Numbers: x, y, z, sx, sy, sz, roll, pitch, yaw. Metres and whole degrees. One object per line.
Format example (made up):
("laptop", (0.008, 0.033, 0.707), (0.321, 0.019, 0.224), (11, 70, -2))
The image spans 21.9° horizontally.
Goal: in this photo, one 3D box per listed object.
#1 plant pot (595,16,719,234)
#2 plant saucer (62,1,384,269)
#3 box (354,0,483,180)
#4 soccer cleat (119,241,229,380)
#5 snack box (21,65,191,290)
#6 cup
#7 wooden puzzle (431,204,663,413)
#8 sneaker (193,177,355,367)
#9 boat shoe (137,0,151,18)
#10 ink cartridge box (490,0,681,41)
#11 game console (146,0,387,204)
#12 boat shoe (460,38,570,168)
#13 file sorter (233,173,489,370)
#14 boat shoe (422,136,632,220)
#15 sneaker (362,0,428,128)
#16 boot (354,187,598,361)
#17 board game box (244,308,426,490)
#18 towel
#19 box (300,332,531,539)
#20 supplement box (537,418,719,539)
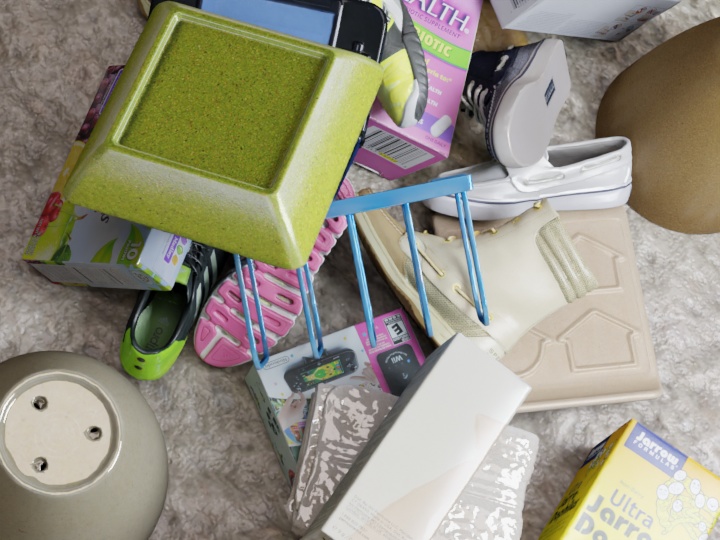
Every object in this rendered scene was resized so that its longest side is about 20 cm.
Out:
("plant pot", (0.332, -0.153, 1.690), (0.185, 0.200, 0.187), (3, 71, -10))
("plant saucer", (-0.105, -0.119, 1.425), (0.199, 0.048, 0.201), (17, 63, 10))
("box", (0.005, -0.212, 1.661), (0.175, 0.097, 0.201), (24, 67, -27))
("soccer cleat", (-0.153, -0.001, 1.594), (0.067, 0.081, 0.201), (20, 68, -5))
("snack box", (-0.189, -0.082, 1.586), (0.142, 0.053, 0.201), (3, 63, 37))
("cup", (-0.247, 0.147, 1.490), (0.199, 0.143, 0.201), (4, 71, -10))
("wooden puzzle", (0.164, 0.035, 1.674), (0.184, 0.046, 0.201), (-4, 67, -14))
("sneaker", (-0.077, -0.004, 1.621), (0.074, 0.087, 0.200), (33, 90, -13))
("boat shoe", (-0.102, -0.237, 1.693), (0.199, 0.065, 0.074), (10, 66, -12))
("ink cartridge box", (0.186, -0.313, 1.724), (0.200, 0.084, 0.176), (-2, 67, -50))
("game console", (-0.094, -0.151, 1.480), (0.199, 0.118, 0.172), (12, 92, 7))
("boat shoe", (0.123, -0.146, 1.665), (0.092, 0.075, 0.200), (-4, 25, 23))
("file sorter", (0.000, 0.000, 1.503), (0.199, 0.139, 0.123), (-11, 92, 1))
("boat shoe", (0.153, -0.089, 1.683), (0.199, 0.072, 0.066), (-3, 116, -10))
("sneaker", (-0.004, -0.210, 1.565), (0.076, 0.075, 0.201), (-21, 85, -18))
("boot", (0.094, -0.022, 1.612), (0.155, 0.073, 0.200), (-36, 70, -2))
("board game box", (0.007, 0.152, 1.587), (0.147, 0.064, 0.201), (-20, 78, -18))
("towel", (0.043, 0.175, 1.537), (0.199, 0.034, 0.133), (16, 71, -8))
("box", (0.043, 0.156, 1.475), (0.078, 0.095, 0.200), (37, 70, -1))
("supplement box", (0.211, 0.245, 1.574), (0.109, 0.110, 0.200), (34, 67, 1))
